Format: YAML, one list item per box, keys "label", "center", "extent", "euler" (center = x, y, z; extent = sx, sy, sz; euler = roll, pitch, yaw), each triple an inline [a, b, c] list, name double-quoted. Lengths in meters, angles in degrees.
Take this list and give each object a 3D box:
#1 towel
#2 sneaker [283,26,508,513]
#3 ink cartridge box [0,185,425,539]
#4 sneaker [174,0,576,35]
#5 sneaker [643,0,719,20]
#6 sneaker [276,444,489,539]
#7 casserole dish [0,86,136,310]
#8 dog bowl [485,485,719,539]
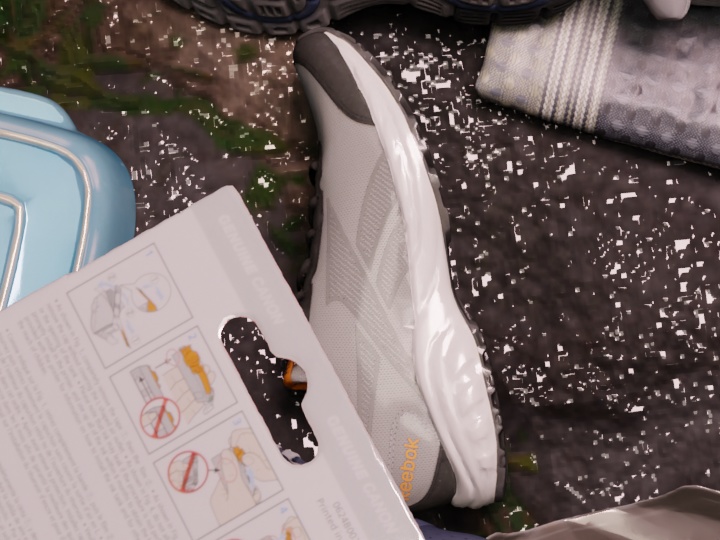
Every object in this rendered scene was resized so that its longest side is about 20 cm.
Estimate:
- label: "towel"
  center: [0.160, -0.138, 1.162]
  extent: [0.192, 0.035, 0.200]
  euler: [15, 79, 4]
- label: "sneaker"
  center: [0.000, 0.000, 1.100]
  extent: [0.079, 0.074, 0.200]
  euler: [-14, 78, 0]
- label: "ink cartridge box"
  center: [-0.093, 0.087, 1.019]
  extent: [0.200, 0.047, 0.160]
  euler: [-30, 69, 3]
- label: "sneaker"
  center: [-0.004, -0.147, 1.137]
  extent: [0.200, 0.075, 0.087]
  euler: [2, 59, 4]
- label: "sneaker"
  center: [0.165, -0.169, 1.126]
  extent: [0.200, 0.075, 0.116]
  euler: [-41, 108, -23]
- label: "sneaker"
  center: [-0.032, 0.080, 1.041]
  extent: [0.200, 0.070, 0.109]
  euler: [-4, 83, 29]
- label: "casserole dish"
  center: [-0.159, 0.018, 1.106]
  extent: [0.121, 0.039, 0.200]
  euler: [13, 76, 0]
- label: "dog bowl"
  center: [0.108, 0.182, 1.068]
  extent: [0.200, 0.059, 0.200]
  euler: [1, 78, -2]
